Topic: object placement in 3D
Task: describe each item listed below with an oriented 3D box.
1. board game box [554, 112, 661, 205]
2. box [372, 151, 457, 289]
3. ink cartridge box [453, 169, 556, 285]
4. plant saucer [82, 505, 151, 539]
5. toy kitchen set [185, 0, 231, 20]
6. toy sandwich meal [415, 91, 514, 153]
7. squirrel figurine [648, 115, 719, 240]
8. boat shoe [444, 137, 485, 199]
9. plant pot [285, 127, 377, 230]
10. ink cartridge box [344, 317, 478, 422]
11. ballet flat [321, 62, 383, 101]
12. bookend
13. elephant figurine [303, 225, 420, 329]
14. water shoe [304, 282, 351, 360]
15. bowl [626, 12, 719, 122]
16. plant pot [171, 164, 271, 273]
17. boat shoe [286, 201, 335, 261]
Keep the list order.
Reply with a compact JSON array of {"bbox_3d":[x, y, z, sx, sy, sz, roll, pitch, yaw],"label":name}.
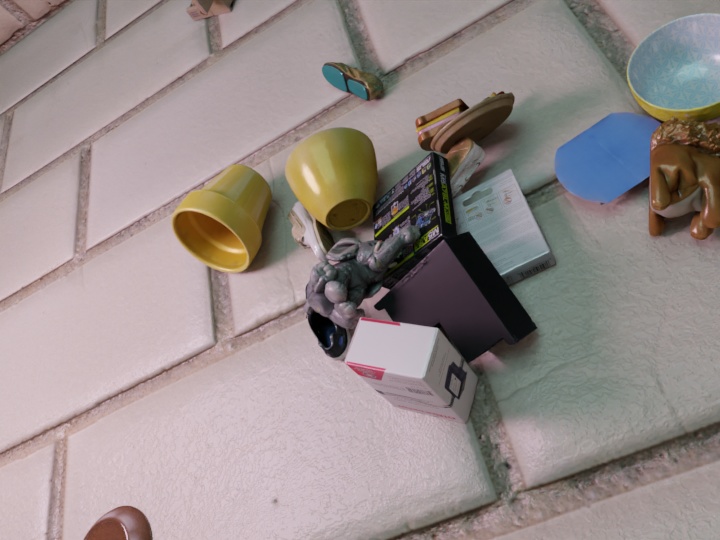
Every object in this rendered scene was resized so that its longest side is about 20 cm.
[{"bbox_3d":[0.444,-0.191,1.122,0.198,0.039,0.159,-33,50,2],"label":"board game box"},{"bbox_3d":[0.098,-0.093,1.219,0.200,0.047,0.196,-39,45,43],"label":"box"},{"bbox_3d":[0.245,-0.066,1.166,0.161,0.057,0.202,-26,49,17],"label":"ink cartridge box"},{"bbox_3d":[-0.500,0.570,1.261,0.197,0.037,0.204,-15,58,24],"label":"plant saucer"},{"bbox_3d":[-0.529,-0.876,2.008,0.178,0.200,0.166,3,64,32],"label":"toy kitchen set"},{"bbox_3d":[0.203,-0.298,1.239,0.203,0.205,0.071,-30,81,13],"label":"toy sandwich meal"},{"bbox_3d":[0.544,-0.151,0.975,0.183,0.142,0.204,1,68,24],"label":"squirrel figurine"},{"bbox_3d":[0.172,-0.162,1.251,0.201,0.069,0.071,-50,36,24],"label":"boat shoe"},{"bbox_3d":[-0.044,-0.170,1.312,0.198,0.200,0.144,-29,58,13],"label":"plant pot"},{"bbox_3d":[0.088,0.163,1.029,0.143,0.200,0.086,6,63,33],"label":"ink cartridge box"},{"bbox_3d":[-0.016,-0.467,1.553,0.071,0.071,0.199,-49,49,-3],"label":"ballet flat"},{"bbox_3d":[0.157,0.077,1.088,0.199,0.091,0.201,-45,72,36],"label":"bookend"},{"bbox_3d":[0.000,0.000,1.169,0.154,0.143,0.200,27,58,26],"label":"elephant figurine"},{"bbox_3d":[-0.071,0.080,1.252,0.071,0.079,0.201,-35,51,9],"label":"water shoe"},{"bbox_3d":[0.561,-0.318,1.076,0.197,0.108,0.203,-15,56,23],"label":"bowl"},{"bbox_3d":[-0.299,-0.131,1.454,0.198,0.202,0.191,0,47,31],"label":"plant pot"},{"bbox_3d":[-0.108,-0.079,1.377,0.068,0.075,0.201,-35,40,10],"label":"boat shoe"}]
